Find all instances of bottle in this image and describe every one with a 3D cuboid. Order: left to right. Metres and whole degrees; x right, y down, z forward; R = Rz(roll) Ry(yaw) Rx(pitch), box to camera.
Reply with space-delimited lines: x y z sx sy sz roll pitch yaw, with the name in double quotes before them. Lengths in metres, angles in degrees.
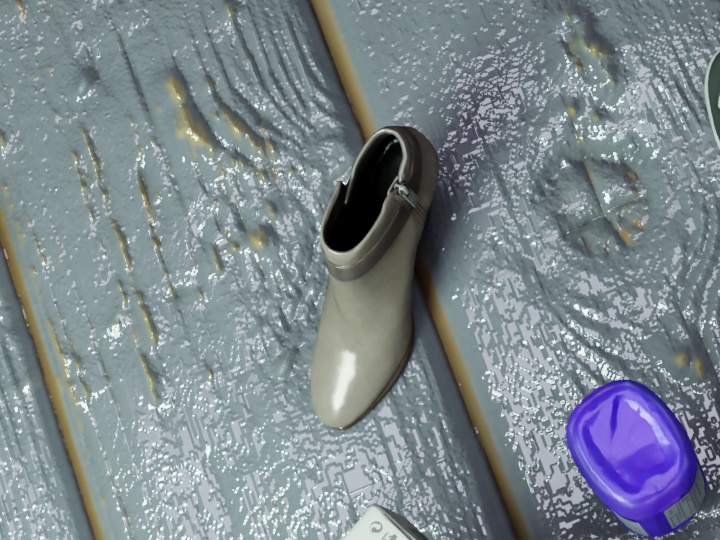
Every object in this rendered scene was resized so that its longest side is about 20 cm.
"bottle" 0.177 0.124 1.322 0.065 0.200 0.084 -36 71 2

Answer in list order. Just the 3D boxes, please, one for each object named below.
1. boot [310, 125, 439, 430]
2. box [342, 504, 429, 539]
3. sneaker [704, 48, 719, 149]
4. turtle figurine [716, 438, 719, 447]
"boot" 0.000 0.000 1.422 0.070 0.146 0.202 15 81 14
"box" -0.025 0.227 1.158 0.068 0.082 0.200 41 89 18
"sneaker" 0.283 -0.071 1.406 0.075 0.088 0.202 -22 71 9
"turtle figurine" 0.322 0.099 1.317 0.144 0.200 0.194 40 78 3
